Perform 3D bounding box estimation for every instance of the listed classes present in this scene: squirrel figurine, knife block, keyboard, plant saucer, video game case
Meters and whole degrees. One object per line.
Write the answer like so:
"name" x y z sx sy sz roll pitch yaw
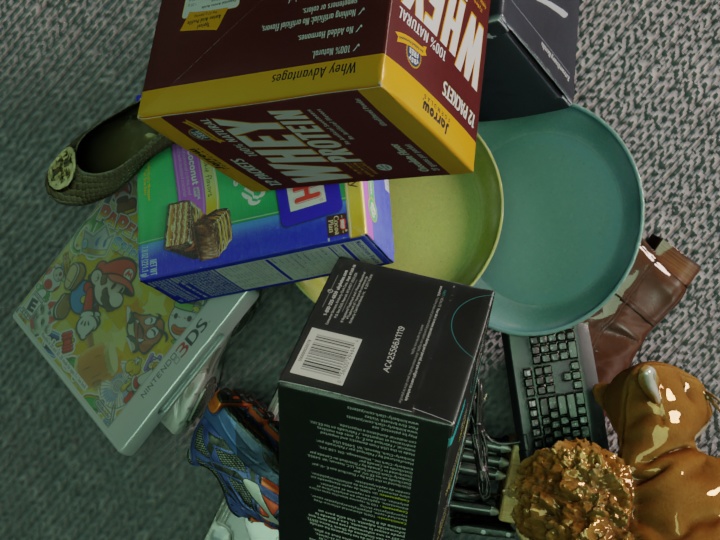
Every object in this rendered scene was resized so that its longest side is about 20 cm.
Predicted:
"squirrel figurine" 0.219 0.170 0.795 0.198 0.142 0.189 -10 80 -11
"knife block" 0.161 0.177 0.906 0.199 0.064 0.176 -35 88 4
"keyboard" 0.149 0.146 0.866 0.126 0.021 0.203 -9 85 3
"plant saucer" 0.023 -0.051 0.864 0.197 0.031 0.203 -2 78 9
"video game case" -0.208 0.031 0.911 0.200 0.023 0.183 41 93 31
"plant saucer" 0.148 -0.045 0.865 0.198 0.036 0.203 -1 87 31

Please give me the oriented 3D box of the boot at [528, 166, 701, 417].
"boot" 0.178 0.032 0.908 0.186 0.064 0.201 34 98 6

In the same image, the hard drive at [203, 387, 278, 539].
"hard drive" -0.047 0.203 0.939 0.139 0.038 0.202 27 94 4

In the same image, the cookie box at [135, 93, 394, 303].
"cookie box" -0.081 -0.078 0.832 0.198 0.075 0.173 -11 71 17

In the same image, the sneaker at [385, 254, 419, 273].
"sneaker" 0.000 0.000 0.921 0.200 0.074 0.088 45 105 14

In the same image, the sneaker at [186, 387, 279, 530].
"sneaker" -0.074 0.197 0.895 0.200 0.075 0.078 47 108 8

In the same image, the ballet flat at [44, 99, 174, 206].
"ballet flat" -0.178 -0.112 0.812 0.198 0.046 0.068 -23 66 16

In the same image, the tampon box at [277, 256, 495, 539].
"tampon box" 0.017 0.121 0.780 0.125 0.150 0.202 13 129 10

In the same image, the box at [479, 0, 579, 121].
"box" 0.107 -0.245 0.823 0.103 0.148 0.202 -3 69 33

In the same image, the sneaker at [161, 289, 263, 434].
"sneaker" -0.158 0.044 0.927 0.099 0.078 0.201 28 92 7

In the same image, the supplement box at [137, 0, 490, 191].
"supplement box" -0.024 -0.178 0.708 0.195 0.133 0.202 -2 72 31
